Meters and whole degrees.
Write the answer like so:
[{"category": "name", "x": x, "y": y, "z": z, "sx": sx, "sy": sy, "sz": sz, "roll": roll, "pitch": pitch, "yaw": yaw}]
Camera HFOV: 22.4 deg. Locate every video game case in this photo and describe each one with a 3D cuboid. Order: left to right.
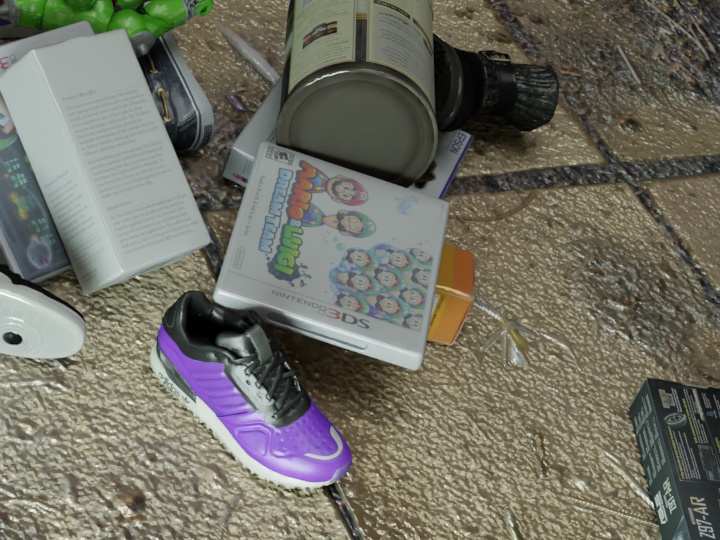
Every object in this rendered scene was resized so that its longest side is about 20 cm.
[{"category": "video game case", "x": -0.266, "y": -0.102, "z": 1.564, "sx": 0.181, "sy": 0.023, "sz": 0.201, "roll": -25, "pitch": 91, "yaw": -41}, {"category": "video game case", "x": -0.021, "y": -0.017, "z": 1.559, "sx": 0.181, "sy": 0.024, "sz": 0.201, "roll": 18, "pitch": 43, "yaw": -5}]

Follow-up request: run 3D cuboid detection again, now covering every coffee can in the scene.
[{"category": "coffee can", "x": -0.001, "y": -0.183, "z": 1.690, "sx": 0.145, "sy": 0.147, "sz": 0.201, "roll": 14, "pitch": 40, "yaw": -10}]

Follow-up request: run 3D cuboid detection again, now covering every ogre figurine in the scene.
[{"category": "ogre figurine", "x": -0.246, "y": -0.251, "z": 1.679, "sx": 0.199, "sy": 0.098, "sz": 0.120, "roll": 30, "pitch": 41, "yaw": -12}]

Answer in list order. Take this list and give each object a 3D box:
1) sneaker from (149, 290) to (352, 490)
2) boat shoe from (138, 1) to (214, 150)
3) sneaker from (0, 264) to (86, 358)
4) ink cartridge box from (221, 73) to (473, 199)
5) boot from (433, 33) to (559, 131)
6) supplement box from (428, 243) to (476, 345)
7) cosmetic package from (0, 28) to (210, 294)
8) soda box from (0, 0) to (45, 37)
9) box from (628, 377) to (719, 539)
[{"category": "sneaker", "x": -0.085, "y": 0.089, "z": 1.450, "sx": 0.200, "sy": 0.100, "sz": 0.069, "roll": 36, "pitch": 44, "yaw": 17}, {"category": "boat shoe", "x": -0.219, "y": -0.192, "z": 1.720, "sx": 0.090, "sy": 0.071, "sz": 0.201, "roll": -8, "pitch": 51, "yaw": -37}, {"category": "sneaker", "x": -0.309, "y": -0.004, "z": 1.469, "sx": 0.198, "sy": 0.073, "sz": 0.112, "roll": 16, "pitch": 44, "yaw": -6}, {"category": "ink cartridge box", "x": -0.009, "y": -0.111, "z": 1.753, "sx": 0.199, "sy": 0.043, "sz": 0.197, "roll": 27, "pitch": 39, "yaw": 2}, {"category": "boot", "x": 0.126, "y": -0.176, "z": 1.811, "sx": 0.157, "sy": 0.080, "sz": 0.211, "roll": 20, "pitch": 21, "yaw": -14}, {"category": "supplement box", "x": 0.000, "y": 0.000, "z": 1.616, "sx": 0.199, "sy": 0.069, "sz": 0.067, "roll": 18, "pitch": 40, "yaw": -8}, {"category": "cosmetic package", "x": -0.218, "y": -0.093, "z": 1.538, "sx": 0.101, "sy": 0.071, "sz": 0.201, "roll": -20, "pitch": 87, "yaw": -41}, {"category": "soda box", "x": -0.354, "y": -0.268, "z": 1.750, "sx": 0.199, "sy": 0.064, "sz": 0.068, "roll": -6, "pitch": 48, "yaw": -30}, {"category": "box", "x": 0.330, "y": 0.189, "z": 1.575, "sx": 0.159, "sy": 0.044, "sz": 0.201, "roll": 9, "pitch": 42, "yaw": -16}]
